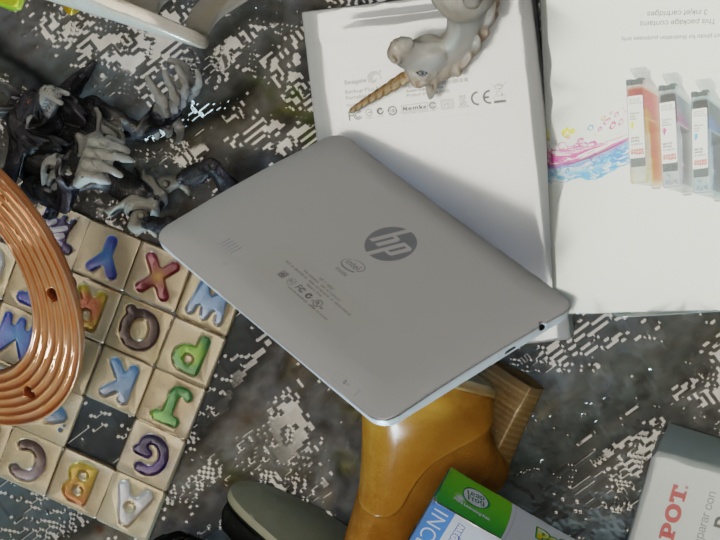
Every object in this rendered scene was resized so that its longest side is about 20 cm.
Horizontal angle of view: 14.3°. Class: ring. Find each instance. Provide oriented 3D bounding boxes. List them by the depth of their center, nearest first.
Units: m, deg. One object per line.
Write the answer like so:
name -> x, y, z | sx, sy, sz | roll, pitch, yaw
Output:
ring -> -0.232, -0.001, 1.634 | 0.200, 0.019, 0.200 | 23, 132, 27

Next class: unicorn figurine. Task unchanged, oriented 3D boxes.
unicorn figurine -> 0.051, -0.178, 1.542 | 0.074, 0.137, 0.200 | 24, 85, 18

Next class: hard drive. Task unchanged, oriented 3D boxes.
hard drive -> 0.044, -0.055, 1.624 | 0.132, 0.026, 0.200 | -6, 96, 12

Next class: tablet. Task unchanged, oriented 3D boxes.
tablet -> 0.000, 0.000, 1.509 | 0.200, 0.130, 0.014 | 38, 147, 38

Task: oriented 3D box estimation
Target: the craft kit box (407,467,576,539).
craft kit box -> 0.085, 0.236, 1.566 | 0.197, 0.049, 0.200 | 32, 118, 3

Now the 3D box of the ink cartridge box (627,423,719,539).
ink cartridge box -> 0.240, 0.185, 1.587 | 0.200, 0.083, 0.147 | 16, 99, 9

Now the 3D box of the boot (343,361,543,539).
boot -> 0.021, 0.111, 1.565 | 0.071, 0.201, 0.144 | 33, 98, 31

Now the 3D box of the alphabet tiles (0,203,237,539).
alphabet tiles -> -0.186, 0.046, 1.690 | 0.200, 0.008, 0.167 | 23, 101, 7

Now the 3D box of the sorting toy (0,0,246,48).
sorting toy -> -0.145, -0.182, 1.574 | 0.180, 0.200, 0.107 | 26, 123, 8

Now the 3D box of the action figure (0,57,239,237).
action figure -> -0.128, -0.064, 1.612 | 0.200, 0.119, 0.102 | 30, 143, 1

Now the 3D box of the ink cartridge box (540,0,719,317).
ink cartridge box -> 0.176, -0.081, 1.534 | 0.145, 0.145, 0.200 | 0, 98, 11

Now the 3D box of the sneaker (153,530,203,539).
sneaker -> -0.075, 0.228, 1.662 | 0.076, 0.114, 0.199 | -39, 121, -18

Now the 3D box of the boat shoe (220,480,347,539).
boat shoe -> -0.003, 0.196, 1.640 | 0.201, 0.074, 0.063 | 37, 113, 6
